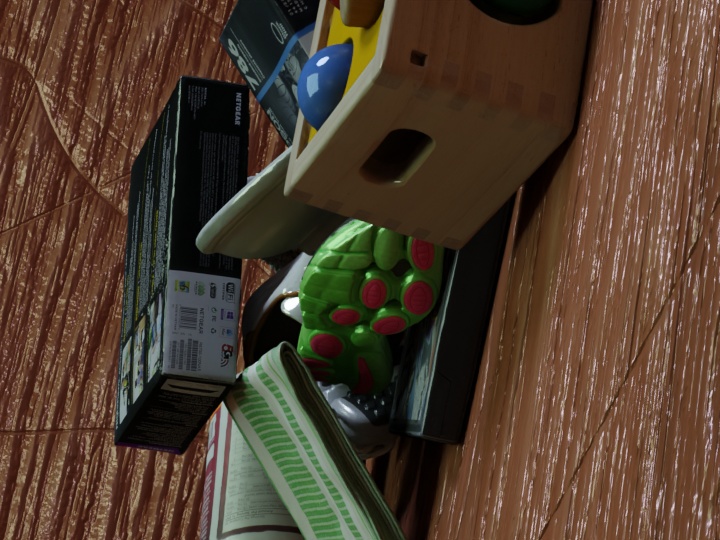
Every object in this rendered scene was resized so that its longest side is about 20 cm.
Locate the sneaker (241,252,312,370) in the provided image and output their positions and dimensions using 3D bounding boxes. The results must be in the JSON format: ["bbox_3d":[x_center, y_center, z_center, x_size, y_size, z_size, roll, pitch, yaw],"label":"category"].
[{"bbox_3d":[0.000,0.000,1.677,0.200,0.073,0.085,-49,15,23],"label":"sneaker"}]

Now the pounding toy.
[{"bbox_3d":[0.033,-0.147,1.363,0.200,0.141,0.185,131,152,-61],"label":"pounding toy"}]

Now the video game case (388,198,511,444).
[{"bbox_3d":[0.054,-0.004,1.551,0.181,0.025,0.201,155,127,-84],"label":"video game case"}]

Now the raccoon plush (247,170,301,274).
[{"bbox_3d":[-0.034,0.019,1.859,0.096,0.133,0.202,0,97,51],"label":"raccoon plush"}]

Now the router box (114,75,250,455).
[{"bbox_3d":[-0.113,-0.002,1.744,0.149,0.051,0.201,130,145,-64],"label":"router box"}]

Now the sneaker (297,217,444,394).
[{"bbox_3d":[0.003,0.001,1.546,0.200,0.076,0.084,119,165,-65],"label":"sneaker"}]

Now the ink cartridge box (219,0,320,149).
[{"bbox_3d":[-0.039,-0.123,1.663,0.100,0.039,0.200,57,168,4],"label":"ink cartridge box"}]

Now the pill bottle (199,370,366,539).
[{"bbox_3d":[-0.052,0.172,1.831,0.110,0.109,0.201,109,167,-55],"label":"pill bottle"}]

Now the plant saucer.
[{"bbox_3d":[-0.003,-0.059,1.573,0.200,0.050,0.200,-38,-2,-2],"label":"plant saucer"}]

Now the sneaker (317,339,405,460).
[{"bbox_3d":[0.005,0.084,1.740,0.200,0.075,0.082,-125,24,-77],"label":"sneaker"}]

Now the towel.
[{"bbox_3d":[-0.027,0.121,1.616,0.153,0.023,0.200,60,167,1],"label":"towel"}]
